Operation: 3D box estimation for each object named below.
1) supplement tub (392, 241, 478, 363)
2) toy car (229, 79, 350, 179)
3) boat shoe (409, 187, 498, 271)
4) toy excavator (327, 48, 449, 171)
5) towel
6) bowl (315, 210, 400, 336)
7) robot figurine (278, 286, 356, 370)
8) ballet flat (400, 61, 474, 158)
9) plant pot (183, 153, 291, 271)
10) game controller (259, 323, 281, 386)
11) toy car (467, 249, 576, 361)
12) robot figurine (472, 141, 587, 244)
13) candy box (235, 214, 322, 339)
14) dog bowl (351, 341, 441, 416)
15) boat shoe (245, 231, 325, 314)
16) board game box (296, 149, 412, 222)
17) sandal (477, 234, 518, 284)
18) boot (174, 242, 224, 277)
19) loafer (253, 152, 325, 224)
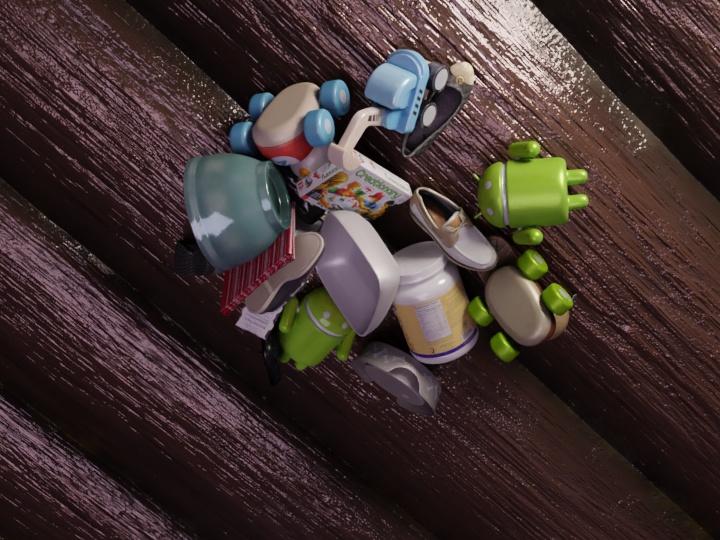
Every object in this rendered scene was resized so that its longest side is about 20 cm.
[{"bbox_3d":[0.135,0.062,1.575,0.144,0.146,0.202,-14,115,19],"label":"supplement tub"},{"bbox_3d":[-0.099,-0.214,1.467,0.182,0.178,0.201,-4,131,26],"label":"toy car"},{"bbox_3d":[0.167,-0.075,1.487,0.199,0.075,0.069,39,164,17],"label":"boat shoe"},{"bbox_3d":[0.035,-0.269,1.358,0.099,0.199,0.197,31,118,30],"label":"toy excavator"},{"bbox_3d":[-0.183,-0.020,1.469,0.022,0.146,0.199,33,124,-30],"label":"towel"},{"bbox_3d":[0.000,0.000,1.524,0.201,0.074,0.201,56,150,24],"label":"bowl"},{"bbox_3d":[-0.090,0.114,1.670,0.174,0.116,0.200,30,121,-26],"label":"robot figurine"},{"bbox_3d":[0.137,-0.276,1.435,0.066,0.057,0.201,31,121,-7],"label":"ballet flat"},{"bbox_3d":[-0.197,-0.112,1.395,0.132,0.201,0.202,-13,116,13],"label":"plant pot"},{"bbox_3d":[-0.188,0.145,1.665,0.041,0.201,0.106,-3,119,-7],"label":"game controller"},{"bbox_3d":[0.332,0.071,1.537,0.164,0.199,0.159,-46,59,26],"label":"toy car"},{"bbox_3d":[0.297,-0.136,1.437,0.197,0.116,0.178,-2,96,15],"label":"robot figurine"},{"bbox_3d":[-0.158,0.005,1.591,0.071,0.168,0.201,26,121,-6],"label":"candy box"},{"bbox_3d":[0.079,0.218,1.670,0.199,0.059,0.200,31,162,11],"label":"dog bowl"},{"bbox_3d":[-0.126,0.006,1.467,0.200,0.062,0.073,-44,58,22],"label":"boat shoe"},{"bbox_3d":[-0.008,-0.146,1.482,0.125,0.035,0.199,-30,152,25],"label":"board game box"},{"bbox_3d":[0.277,0.007,1.571,0.080,0.054,0.200,-31,124,13],"label":"sandal"},{"bbox_3d":[-0.291,-0.018,1.653,0.129,0.199,0.069,-2,97,-34],"label":"boot"},{"bbox_3d":[-0.139,-0.178,1.552,0.070,0.068,0.201,-43,100,-2],"label":"loafer"}]
